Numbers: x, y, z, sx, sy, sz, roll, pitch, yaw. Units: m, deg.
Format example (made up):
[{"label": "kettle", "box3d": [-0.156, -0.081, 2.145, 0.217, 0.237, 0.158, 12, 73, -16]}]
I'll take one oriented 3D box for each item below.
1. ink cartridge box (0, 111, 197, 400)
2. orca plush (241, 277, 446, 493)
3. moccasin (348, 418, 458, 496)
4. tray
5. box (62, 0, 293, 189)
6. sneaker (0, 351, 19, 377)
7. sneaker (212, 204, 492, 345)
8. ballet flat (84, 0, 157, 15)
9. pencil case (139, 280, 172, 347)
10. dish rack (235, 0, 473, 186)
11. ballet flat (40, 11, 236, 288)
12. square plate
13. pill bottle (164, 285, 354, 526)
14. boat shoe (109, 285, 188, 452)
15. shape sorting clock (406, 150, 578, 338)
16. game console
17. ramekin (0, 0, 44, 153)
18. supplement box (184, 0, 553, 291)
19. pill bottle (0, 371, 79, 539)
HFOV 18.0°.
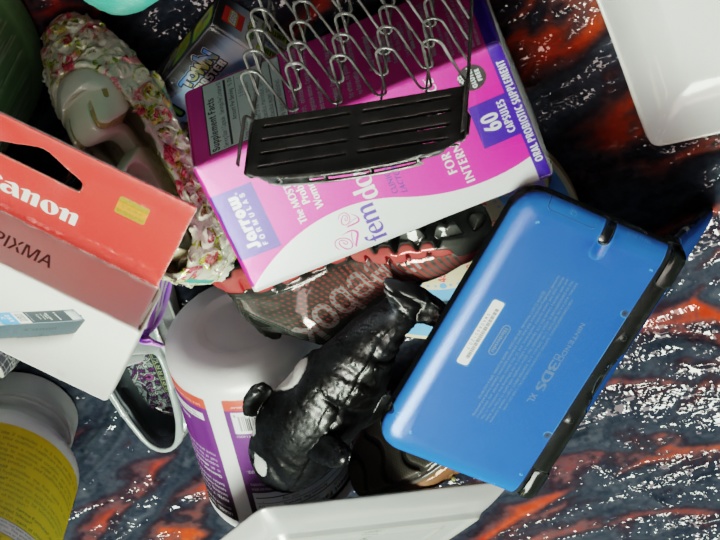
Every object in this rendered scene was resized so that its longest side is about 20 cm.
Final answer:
[{"label": "ink cartridge box", "box3d": [-0.218, -0.019, 1.403, 0.199, 0.045, 0.176, 26, 142, -4]}, {"label": "orca plush", "box3d": [-0.005, 0.095, 1.474, 0.200, 0.071, 0.105, -39, 140, 27]}, {"label": "moccasin", "box3d": [0.079, 0.100, 1.592, 0.201, 0.074, 0.078, -40, 146, 10]}, {"label": "tray", "box3d": [-0.001, 0.182, 1.590, 0.199, 0.022, 0.107, -3, 157, -30]}, {"label": "box", "box3d": [-0.104, -0.083, 1.498, 0.110, 0.035, 0.200, 31, 130, -18]}, {"label": "sneaker", "box3d": [-0.323, 0.064, 1.643, 0.199, 0.081, 0.076, -21, 127, 28]}, {"label": "sneaker", "box3d": [0.000, 0.000, 1.480, 0.200, 0.071, 0.098, -11, 124, 24]}, {"label": "ballet flat", "box3d": [-0.208, -0.210, 1.383, 0.200, 0.068, 0.070, 27, 145, -12]}, {"label": "pencil case", "box3d": [-0.222, -0.002, 1.517, 0.199, 0.086, 0.084, 5, 172, 21]}, {"label": "dish rack", "box3d": [-0.004, -0.139, 1.322, 0.153, 0.201, 0.055, -9, 141, 18]}, {"label": "ballet flat", "box3d": [-0.145, -0.076, 1.435, 0.076, 0.064, 0.200, -36, 88, 29]}, {"label": "square plate", "box3d": [0.240, -0.175, 1.357, 0.197, 0.029, 0.200, -12, 129, 19]}, {"label": "pill bottle", "box3d": [-0.066, 0.109, 1.614, 0.112, 0.113, 0.200, -2, 132, 12]}, {"label": "boat shoe", "box3d": [-0.163, 0.045, 1.598, 0.070, 0.072, 0.201, -11, 126, 20]}, {"label": "shape sorting clock", "box3d": [0.048, -0.027, 1.519, 0.199, 0.039, 0.200, 5, 133, 6]}, {"label": "game console", "box3d": [0.122, 0.032, 1.465, 0.170, 0.118, 0.200, 22, 114, -18]}, {"label": "ramekin", "box3d": [-0.311, -0.117, 1.460, 0.199, 0.098, 0.200, 5, 133, 6]}, {"label": "supplement box", "box3d": [0.003, -0.084, 1.393, 0.199, 0.103, 0.101, -22, 122, 7]}, {"label": "pill bottle", "box3d": [-0.266, 0.171, 1.646, 0.111, 0.200, 0.112, 5, 133, 6]}]
